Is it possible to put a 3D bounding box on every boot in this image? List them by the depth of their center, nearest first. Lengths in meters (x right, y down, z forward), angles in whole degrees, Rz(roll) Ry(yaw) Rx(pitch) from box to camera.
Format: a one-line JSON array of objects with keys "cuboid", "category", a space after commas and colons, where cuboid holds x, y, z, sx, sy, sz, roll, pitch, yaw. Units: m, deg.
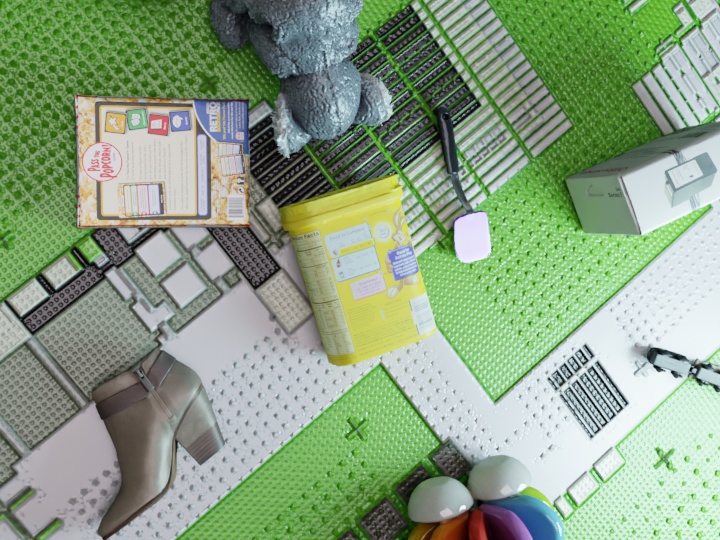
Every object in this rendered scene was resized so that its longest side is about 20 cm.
[{"cuboid": [-0.260, 0.193, 1.230, 0.200, 0.070, 0.146, -40, 95, -13], "category": "boot"}]

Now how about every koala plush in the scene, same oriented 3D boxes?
[{"cuboid": [-0.057, -0.241, 1.234, 0.177, 0.184, 0.200, -19, 110, -18], "category": "koala plush"}]

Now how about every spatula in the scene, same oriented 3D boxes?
[{"cuboid": [0.125, -0.109, 1.354, 0.056, 0.021, 0.200, -16, 93, -28], "category": "spatula"}]

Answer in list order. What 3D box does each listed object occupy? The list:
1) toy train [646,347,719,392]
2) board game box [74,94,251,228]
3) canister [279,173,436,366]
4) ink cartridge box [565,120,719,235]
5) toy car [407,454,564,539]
[{"cuboid": [0.480, 0.144, 1.452, 0.200, 0.046, 0.034, 18, 101, -13], "category": "toy train"}, {"cuboid": [-0.230, -0.125, 1.238, 0.200, 0.046, 0.152, 0, 91, -16], "category": "board game box"}, {"cuboid": [0.000, 0.000, 1.288, 0.148, 0.087, 0.200, -18, 97, -15], "category": "canister"}, {"cuboid": [0.389, -0.119, 1.368, 0.200, 0.145, 0.084, -24, 99, -14], "category": "ink cartridge box"}, {"cuboid": [0.161, 0.335, 1.306, 0.200, 0.150, 0.175, -17, 95, -15], "category": "toy car"}]
